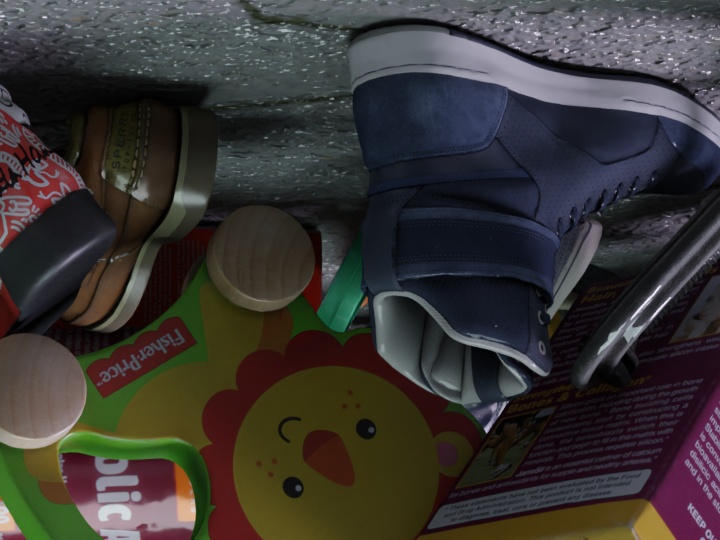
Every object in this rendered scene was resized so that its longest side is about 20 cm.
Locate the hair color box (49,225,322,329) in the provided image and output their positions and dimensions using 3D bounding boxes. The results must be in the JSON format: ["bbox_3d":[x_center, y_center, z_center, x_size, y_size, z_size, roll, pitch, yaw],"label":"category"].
[{"bbox_3d":[-0.126,0.016,1.357,0.199,0.061,0.102,2,165,-10],"label":"hair color box"}]

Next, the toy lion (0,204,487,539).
[{"bbox_3d":[-0.048,0.084,1.129,0.200,0.192,0.069,-29,170,-27],"label":"toy lion"}]

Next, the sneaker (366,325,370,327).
[{"bbox_3d":[0.048,0.047,1.469,0.081,0.074,0.200,28,158,-37],"label":"sneaker"}]

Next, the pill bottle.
[{"bbox_3d":[-0.104,0.084,1.281,0.199,0.115,0.114,-2,166,-2],"label":"pill bottle"}]

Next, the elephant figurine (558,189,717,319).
[{"bbox_3d":[0.158,0.050,1.319,0.141,0.156,0.200,32,140,-22],"label":"elephant figurine"}]

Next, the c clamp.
[{"bbox_3d":[0.151,-0.014,1.085,0.027,0.200,0.171,44,162,7],"label":"c clamp"}]

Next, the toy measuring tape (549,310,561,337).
[{"bbox_3d":[0.088,0.049,1.286,0.073,0.200,0.074,-32,162,-12],"label":"toy measuring tape"}]

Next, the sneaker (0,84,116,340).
[{"bbox_3d":[-0.174,-0.019,1.123,0.067,0.108,0.201,-36,177,-28],"label":"sneaker"}]

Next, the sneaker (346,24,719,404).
[{"bbox_3d":[0.079,-0.012,1.097,0.202,0.147,0.077,9,161,-37],"label":"sneaker"}]

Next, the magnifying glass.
[{"bbox_3d":[0.000,0.000,1.311,0.022,0.080,0.200,28,175,3],"label":"magnifying glass"}]

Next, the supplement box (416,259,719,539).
[{"bbox_3d":[0.130,0.090,1.125,0.131,0.200,0.103,-16,117,44],"label":"supplement box"}]

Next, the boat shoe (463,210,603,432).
[{"bbox_3d":[0.033,0.036,1.216,0.075,0.201,0.093,29,-173,36],"label":"boat shoe"}]

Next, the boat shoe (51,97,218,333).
[{"bbox_3d":[-0.123,-0.030,1.187,0.068,0.072,0.200,8,154,-17],"label":"boat shoe"}]
